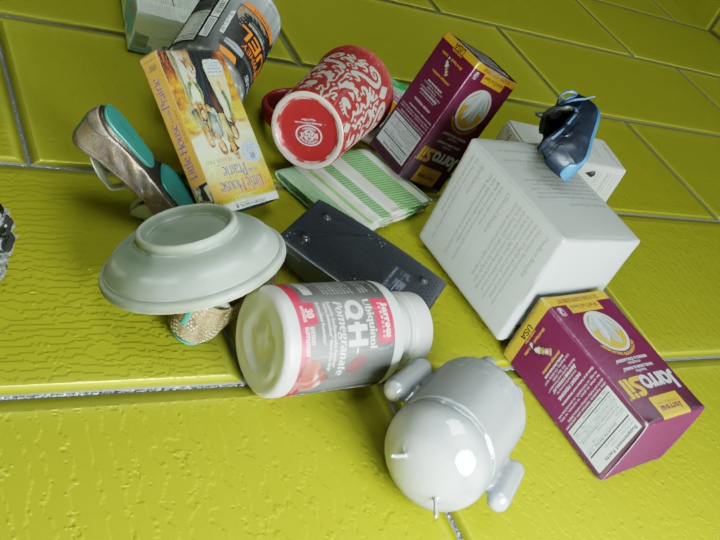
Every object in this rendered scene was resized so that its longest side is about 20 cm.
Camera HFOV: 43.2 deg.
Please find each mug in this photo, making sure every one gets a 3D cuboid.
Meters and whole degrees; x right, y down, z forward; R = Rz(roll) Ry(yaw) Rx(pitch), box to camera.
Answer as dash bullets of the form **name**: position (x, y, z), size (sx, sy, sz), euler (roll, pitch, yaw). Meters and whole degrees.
- **mug**: position (-0.058, -0.220, 1.299), size (0.135, 0.175, 0.201), euler (57, 29, -14)

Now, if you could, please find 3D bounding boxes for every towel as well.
- **towel**: position (-0.005, -0.111, 1.276), size (0.152, 0.024, 0.199), euler (42, 38, 19)

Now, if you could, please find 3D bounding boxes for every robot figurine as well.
- **robot figurine**: position (0.095, 0.163, 0.915), size (0.169, 0.114, 0.199), euler (42, 36, 8)

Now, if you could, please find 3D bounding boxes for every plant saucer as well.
- **plant saucer**: position (-0.176, -0.026, 0.939), size (0.195, 0.051, 0.201), euler (-6, 27, 3)

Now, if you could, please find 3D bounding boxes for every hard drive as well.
- **hard drive**: position (0.000, 0.000, 1.118), size (0.198, 0.043, 0.135), euler (33, 34, 6)

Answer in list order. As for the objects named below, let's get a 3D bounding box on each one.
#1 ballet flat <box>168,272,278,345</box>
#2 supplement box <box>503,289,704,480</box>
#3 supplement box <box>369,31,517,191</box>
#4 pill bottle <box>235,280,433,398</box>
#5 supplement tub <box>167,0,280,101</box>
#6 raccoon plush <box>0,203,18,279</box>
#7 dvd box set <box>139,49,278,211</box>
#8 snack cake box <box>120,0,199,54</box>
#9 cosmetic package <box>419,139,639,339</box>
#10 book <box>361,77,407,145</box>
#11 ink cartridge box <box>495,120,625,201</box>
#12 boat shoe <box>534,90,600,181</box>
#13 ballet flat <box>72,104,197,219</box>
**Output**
- **ballet flat**: position (-0.135, 0.010, 0.989), size (0.070, 0.066, 0.200), euler (32, 35, 3)
- **supplement box**: position (0.291, 0.132, 1.102), size (0.129, 0.104, 0.201), euler (-4, 47, -40)
- **supplement box**: position (0.121, -0.230, 1.338), size (0.109, 0.201, 0.086), euler (11, 32, -49)
- **pill bottle**: position (-0.022, 0.068, 0.955), size (0.197, 0.112, 0.111), euler (-2, 44, -37)
- **supplement tub**: position (-0.196, -0.298, 1.254), size (0.120, 0.123, 0.203), euler (24, 56, -5)
- **raccoon plush**: position (-0.411, -0.024, 0.822), size (0.132, 0.098, 0.201), euler (22, 34, 5)
- **dvd box set**: position (-0.179, -0.167, 1.102), size (0.146, 0.029, 0.204), euler (-25, 94, -63)
- **snack cake box**: position (-0.304, -0.405, 1.396), size (0.113, 0.068, 0.202), euler (8, 40, -26)
- **cosmetic package**: position (0.217, -0.043, 1.202), size (0.164, 0.169, 0.201), euler (-2, 45, -40)
- **book**: position (0.025, -0.269, 1.483), size (0.132, 0.048, 0.201), euler (33, 33, 0)
- **ink cartridge box**: position (0.284, -0.135, 1.399), size (0.196, 0.146, 0.085), euler (5, 40, -29)
- **boat shoe**: position (0.273, -0.196, 1.201), size (0.068, 0.084, 0.201), euler (38, 29, -9)
- **ballet flat**: position (-0.249, -0.101, 1.034), size (0.201, 0.066, 0.069), euler (51, 17, -31)
